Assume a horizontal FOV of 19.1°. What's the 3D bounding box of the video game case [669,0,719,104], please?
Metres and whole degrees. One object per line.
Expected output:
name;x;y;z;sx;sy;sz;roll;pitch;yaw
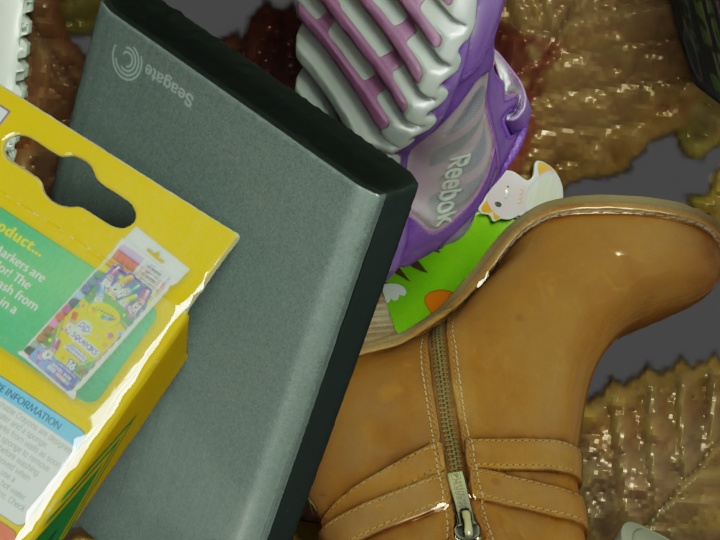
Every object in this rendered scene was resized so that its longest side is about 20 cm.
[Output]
video game case;0.128;-0.151;0.809;0.023;0.182;0.202;-18;104;2

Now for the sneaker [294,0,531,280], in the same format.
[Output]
sneaker;0.024;-0.066;0.785;0.088;0.201;0.081;-17;61;-24

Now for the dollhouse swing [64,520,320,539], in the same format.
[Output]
dollhouse swing;-0.046;0.214;0.853;0.174;0.182;0.202;9;99;-26

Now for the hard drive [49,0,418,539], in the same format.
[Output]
hard drive;-0.064;0.018;0.794;0.033;0.139;0.201;-19;137;-49

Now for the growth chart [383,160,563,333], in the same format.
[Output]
growth chart;0.000;0.000;0.892;0.198;0.018;0.146;21;96;-18

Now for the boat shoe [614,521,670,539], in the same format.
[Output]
boat shoe;0.130;0.149;0.870;0.072;0.200;0.063;35;91;20

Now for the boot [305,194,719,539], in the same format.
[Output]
boot;0.067;0.055;0.825;0.198;0.156;0.077;-10;139;-11

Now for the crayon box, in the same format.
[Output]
crayon box;-0.146;0.042;0.735;0.125;0.052;0.201;32;69;7

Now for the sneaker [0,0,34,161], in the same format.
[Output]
sneaker;-0.173;-0.103;0.810;0.098;0.070;0.202;6;95;-7
